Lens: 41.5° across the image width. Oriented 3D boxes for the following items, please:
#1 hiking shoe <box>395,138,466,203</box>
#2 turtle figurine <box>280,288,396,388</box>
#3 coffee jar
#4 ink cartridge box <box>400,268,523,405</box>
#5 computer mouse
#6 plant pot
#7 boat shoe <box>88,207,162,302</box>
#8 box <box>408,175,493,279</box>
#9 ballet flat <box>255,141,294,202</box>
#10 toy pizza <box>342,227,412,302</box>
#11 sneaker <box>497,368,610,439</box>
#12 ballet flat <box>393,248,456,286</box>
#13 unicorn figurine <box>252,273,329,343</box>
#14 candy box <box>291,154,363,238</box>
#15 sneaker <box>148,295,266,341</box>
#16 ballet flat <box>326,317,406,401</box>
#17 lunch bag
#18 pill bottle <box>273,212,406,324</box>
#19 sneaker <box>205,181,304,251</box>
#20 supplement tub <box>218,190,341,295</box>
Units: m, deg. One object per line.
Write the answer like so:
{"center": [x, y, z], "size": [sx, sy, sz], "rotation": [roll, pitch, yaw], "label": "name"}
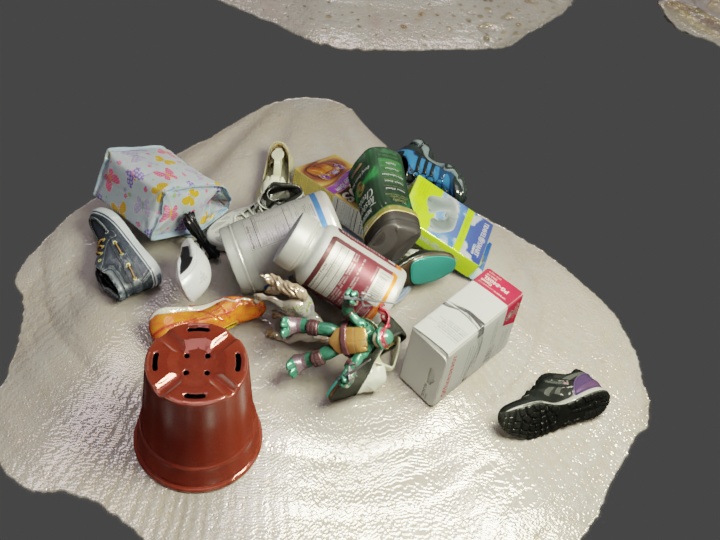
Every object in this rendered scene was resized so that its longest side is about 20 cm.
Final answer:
{"center": [0.135, -0.185, 1.907], "size": [0.087, 0.075, 0.200], "rotation": [-26, 46, -19], "label": "hiking shoe"}
{"center": [-0.024, 0.111, 1.491], "size": [0.199, 0.101, 0.150], "rotation": [-8, 78, 24], "label": "turtle figurine"}
{"center": [0.042, -0.116, 1.678], "size": [0.085, 0.104, 0.200], "rotation": [12, 46, -30], "label": "coffee jar"}
{"center": [0.167, 0.111, 1.584], "size": [0.083, 0.145, 0.200], "rotation": [39, 54, 24], "label": "ink cartridge box"}
{"center": [-0.277, -0.018, 1.631], "size": [0.044, 0.110, 0.200], "rotation": [-18, 33, 7], "label": "computer mouse"}
{"center": [-0.241, 0.193, 1.414], "size": [0.200, 0.196, 0.201], "rotation": [5, 47, -5], "label": "plant pot"}
{"center": [-0.441, -0.031, 1.670], "size": [0.091, 0.071, 0.200], "rotation": [-29, 60, -35], "label": "boat shoe"}
{"center": [0.163, -0.076, 1.774], "size": [0.200, 0.048, 0.122], "rotation": [33, 48, -8], "label": "box"}
{"center": [-0.166, -0.177, 1.849], "size": [0.069, 0.070, 0.200], "rotation": [6, 48, -3], "label": "ballet flat"}
{"center": [0.000, 0.000, 1.737], "size": [0.199, 0.032, 0.201], "rotation": [5, 49, -6], "label": "toy pizza"}
{"center": [0.305, 0.216, 1.574], "size": [0.199, 0.076, 0.088], "rotation": [-9, 35, -21], "label": "sneaker"}
{"center": [0.073, -0.003, 1.689], "size": [0.199, 0.068, 0.068], "rotation": [-19, 45, -25], "label": "ballet flat"}
{"center": [-0.096, 0.081, 1.594], "size": [0.137, 0.200, 0.074], "rotation": [8, 67, 22], "label": "unicorn figurine"}
{"center": [-0.022, -0.146, 1.824], "size": [0.200, 0.057, 0.117], "rotation": [36, 41, 28], "label": "candy box"}
{"center": [-0.254, 0.092, 1.604], "size": [0.199, 0.073, 0.077], "rotation": [-13, 71, -13], "label": "sneaker"}
{"center": [0.020, 0.152, 1.571], "size": [0.068, 0.068, 0.200], "rotation": [34, 52, 3], "label": "ballet flat"}
{"center": [-0.356, -0.144, 1.750], "size": [0.169, 0.127, 0.200], "rotation": [34, 27, 22], "label": "lunch bag"}
{"center": [-0.035, -0.003, 1.561], "size": [0.200, 0.114, 0.114], "rotation": [33, 48, -8], "label": "pill bottle"}
{"center": [-0.194, -0.111, 1.729], "size": [0.200, 0.115, 0.076], "rotation": [-24, 70, -11], "label": "sneaker"}
{"center": [-0.133, -0.048, 1.664], "size": [0.199, 0.132, 0.132], "rotation": [-22, 52, -4], "label": "supplement tub"}
